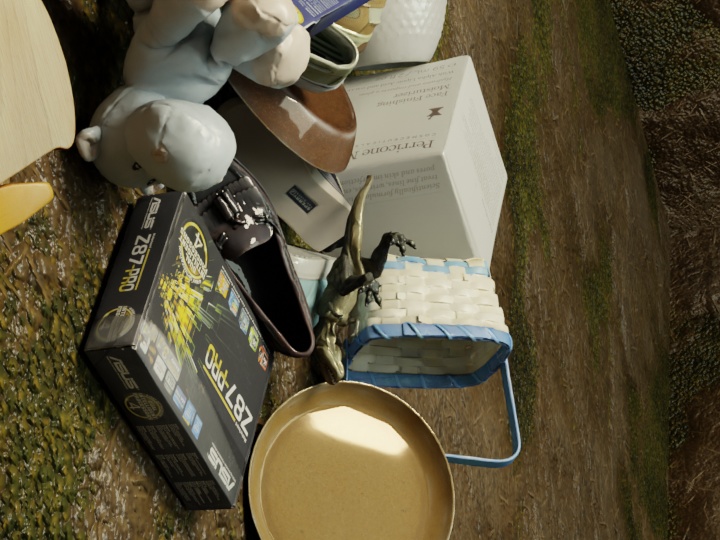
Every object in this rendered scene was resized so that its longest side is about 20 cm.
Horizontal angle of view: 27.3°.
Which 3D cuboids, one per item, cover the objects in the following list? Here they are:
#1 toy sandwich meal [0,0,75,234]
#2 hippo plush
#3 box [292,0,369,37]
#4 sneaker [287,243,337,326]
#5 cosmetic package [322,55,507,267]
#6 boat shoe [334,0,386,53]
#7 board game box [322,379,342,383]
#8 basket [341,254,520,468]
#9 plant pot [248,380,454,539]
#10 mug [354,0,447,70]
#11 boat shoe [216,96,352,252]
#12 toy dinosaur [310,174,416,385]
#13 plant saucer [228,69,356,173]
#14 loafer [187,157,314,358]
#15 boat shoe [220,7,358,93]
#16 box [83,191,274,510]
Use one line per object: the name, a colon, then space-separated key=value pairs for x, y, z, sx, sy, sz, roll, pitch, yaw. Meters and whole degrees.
toy sandwich meal: x=-0.243 y=-0.092 z=0.884 sx=0.205 sy=0.070 sz=0.208 roll=-8 pitch=90 yaw=-70
hippo plush: x=-0.150 y=-0.145 z=1.084 sx=0.159 sy=0.199 sz=0.162 roll=44 pitch=66 yaw=-53
box: x=-0.056 y=-0.252 z=1.207 sx=0.121 sy=0.032 sz=0.200 roll=45 pitch=34 yaw=1
sneaker: x=-0.058 y=0.021 z=1.391 sx=0.200 sy=0.073 sz=0.083 roll=6 pitch=102 yaw=-71
cosmetic package: x=0.049 y=-0.096 z=1.565 sx=0.201 sy=0.163 sz=0.166 roll=-73 pitch=149 yaw=-52
boat shoe: x=-0.067 y=-0.262 z=1.300 sx=0.198 sy=0.076 sz=0.072 roll=16 pitch=33 yaw=-28
board game box: x=0.014 y=0.202 z=1.452 sx=0.201 sy=0.032 sz=0.120 roll=57 pitch=27 yaw=-5
basket: x=0.066 y=0.091 z=1.439 sx=0.139 sy=0.174 sz=0.202 roll=113 pitch=-20 yaw=-58
plant pot: x=-0.010 y=0.200 z=1.327 sx=0.027 sy=0.198 sz=0.202 roll=137 pitch=-43 yaw=-60
mug: x=0.019 y=-0.310 z=1.627 sx=0.200 sy=0.146 sz=0.177 roll=-172 pitch=-103 yaw=-78
boat shoe: x=-0.079 y=-0.104 z=1.377 sx=0.200 sy=0.074 sz=0.093 roll=51 pitch=9 yaw=-41
toy dinosaur: x=0.000 y=0.000 z=1.324 sx=0.047 sy=0.088 sz=0.202 roll=25 pitch=72 yaw=-32
plant saucer: x=-0.066 y=-0.178 z=1.338 sx=0.200 sy=0.034 sz=0.201 roll=44 pitch=22 yaw=-23
loafer: x=-0.088 y=-0.014 z=1.242 sx=0.201 sy=0.071 sz=0.063 roll=64 pitch=-13 yaw=-22
boat shoe: x=-0.089 y=-0.216 z=1.227 sx=0.199 sy=0.062 sz=0.073 roll=25 pitch=69 yaw=-20
box: x=-0.136 y=0.064 z=1.160 sx=0.162 sy=0.049 sz=0.201 roll=-75 pitch=152 yaw=-42
